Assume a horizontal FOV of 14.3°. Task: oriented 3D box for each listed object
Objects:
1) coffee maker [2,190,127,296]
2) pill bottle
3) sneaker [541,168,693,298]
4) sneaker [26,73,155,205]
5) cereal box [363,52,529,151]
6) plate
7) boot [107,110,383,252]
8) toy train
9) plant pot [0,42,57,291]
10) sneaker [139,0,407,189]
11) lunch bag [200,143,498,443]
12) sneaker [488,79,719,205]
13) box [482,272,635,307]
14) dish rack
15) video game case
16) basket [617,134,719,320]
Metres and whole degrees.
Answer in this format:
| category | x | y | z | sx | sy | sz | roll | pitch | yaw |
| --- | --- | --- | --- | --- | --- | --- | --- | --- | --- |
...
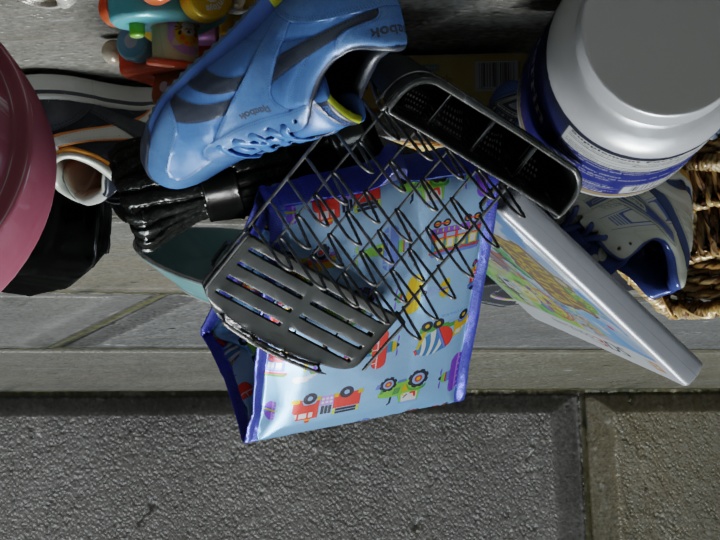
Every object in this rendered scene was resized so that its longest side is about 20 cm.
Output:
| category | x | y | z | sx | sy | sz | roll | pitch | yaw |
| --- | --- | --- | --- | --- | --- | --- | --- | --- | --- |
| coffee maker | -0.272 | -0.056 | 1.933 | 0.192 | 0.135 | 0.199 | -32 | 158 | 30 |
| pill bottle | 0.157 | -0.113 | 1.628 | 0.115 | 0.117 | 0.200 | -2 | 171 | -5 |
| sneaker | 0.145 | -0.041 | 1.844 | 0.199 | 0.089 | 0.075 | 17 | 149 | -35 |
| sneaker | -0.151 | -0.081 | 1.892 | 0.199 | 0.080 | 0.078 | 2 | 170 | -36 |
| cereal box | 0.041 | -0.106 | 1.904 | 0.143 | 0.040 | 0.200 | -2 | 172 | 2 |
| plate | -0.060 | 0.006 | 1.972 | 0.199 | 0.026 | 0.200 | 10 | -169 | -2 |
| boot | -0.062 | -0.053 | 1.752 | 0.157 | 0.080 | 0.211 | -24 | 158 | 4 |
| toy train | -0.112 | -0.128 | 1.658 | 0.149 | 0.056 | 0.200 | -6 | 171 | 22 |
| plant pot | -0.281 | -0.079 | 1.542 | 0.198 | 0.201 | 0.179 | -4 | 157 | 9 |
| sneaker | -0.049 | -0.092 | 1.575 | 0.066 | 0.079 | 0.200 | -7 | 152 | -50 |
| lunch bag | 0.000 | 0.000 | 1.726 | 0.150 | 0.094 | 0.201 | -10 | 144 | -21 |
| sneaker | 0.169 | -0.119 | 1.779 | 0.199 | 0.085 | 0.077 | -21 | 152 | -16 |
| box | 0.164 | -0.038 | 2.181 | 0.199 | 0.107 | 0.122 | -8 | 171 | 32 |
| dish rack | 0.012 | -0.021 | 1.635 | 0.153 | 0.055 | 0.200 | 29 | 108 | -38 |
| video game case | 0.107 | -0.008 | 1.849 | 0.200 | 0.022 | 0.182 | 42 | 171 | -32 |
| basket | 0.241 | -0.051 | 1.969 | 0.142 | 0.150 | 0.199 | 5 | 170 | -44 |
